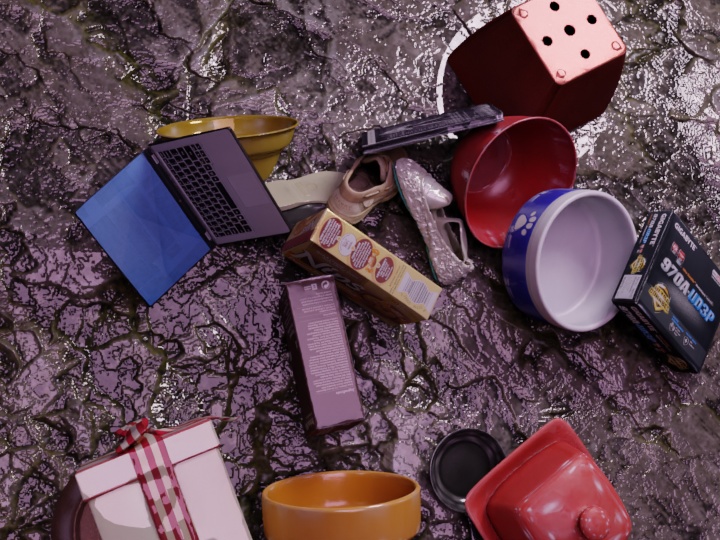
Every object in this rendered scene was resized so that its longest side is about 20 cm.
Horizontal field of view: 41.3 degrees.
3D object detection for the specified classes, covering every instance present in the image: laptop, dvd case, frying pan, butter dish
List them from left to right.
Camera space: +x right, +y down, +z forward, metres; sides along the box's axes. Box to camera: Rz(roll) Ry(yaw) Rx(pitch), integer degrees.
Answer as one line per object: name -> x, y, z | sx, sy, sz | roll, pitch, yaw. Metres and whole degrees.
laptop -> -0.227, -0.066, 1.257 | 0.199, 0.188, 0.116 | -8, 45, 24
dvd case -> 0.099, -0.205, 1.373 | 0.199, 0.149, 0.016 | -12, 105, 3
frying pan -> 0.165, 0.310, 1.323 | 0.114, 0.031, 0.191 | -27, 92, -15
butter dish -> 0.277, 0.329, 1.268 | 0.200, 0.148, 0.200 | -35, 96, -19

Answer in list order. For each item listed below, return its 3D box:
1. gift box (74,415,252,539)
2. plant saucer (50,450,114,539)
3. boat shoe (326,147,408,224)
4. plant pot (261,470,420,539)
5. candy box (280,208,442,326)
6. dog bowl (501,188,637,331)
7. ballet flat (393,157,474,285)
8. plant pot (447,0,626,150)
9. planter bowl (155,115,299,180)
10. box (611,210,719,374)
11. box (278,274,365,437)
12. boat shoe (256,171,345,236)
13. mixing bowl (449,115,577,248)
gift box -> -0.225, 0.264, 1.147 | 0.199, 0.184, 0.188 | -21, 88, -20
plant saucer -> -0.295, 0.328, 1.222 | 0.199, 0.037, 0.202 | 3, 74, -10
boat shoe -> 0.023, -0.137, 1.369 | 0.071, 0.065, 0.200 | 34, 42, 4
plant pot -> -0.021, 0.364, 1.198 | 0.199, 0.200, 0.185 | -2, 91, -12
candy box -> 0.000, 0.000, 1.308 | 0.200, 0.115, 0.056 | 35, 69, -17
dog bowl -> 0.303, -0.017, 1.374 | 0.199, 0.079, 0.202 | -5, 100, -31
ballet flat -> 0.113, -0.077, 1.373 | 0.071, 0.072, 0.201 | -27, 105, -17
plant pot -> 0.284, -0.323, 1.451 | 0.199, 0.176, 0.201 | -28, 81, -18
planter bowl -> -0.182, -0.161, 1.332 | 0.199, 0.200, 0.084 | -6, 108, -13
box -> 0.462, 0.034, 1.406 | 0.200, 0.046, 0.160 | 42, 66, -31
box -> -0.055, 0.118, 1.297 | 0.074, 0.100, 0.201 | -11, 76, -14
boat shoe -> -0.071, -0.096, 1.378 | 0.200, 0.063, 0.074 | -11, 47, -27
mixing bowl -> 0.206, -0.145, 1.398 | 0.199, 0.201, 0.108 | -25, 37, -17
